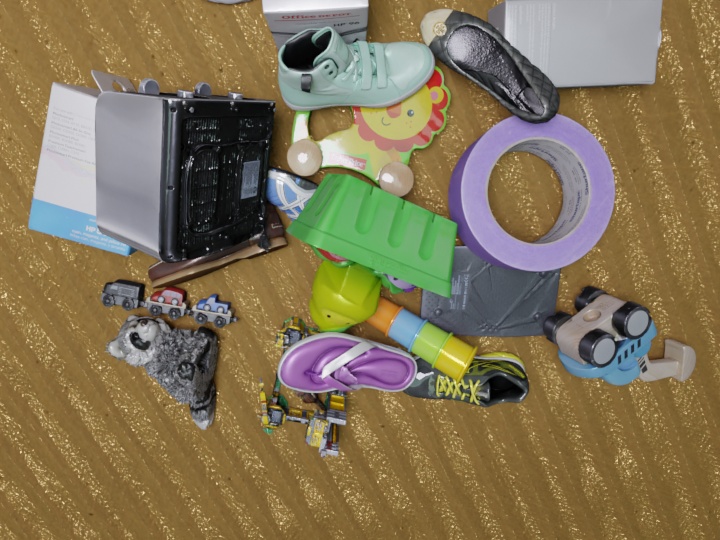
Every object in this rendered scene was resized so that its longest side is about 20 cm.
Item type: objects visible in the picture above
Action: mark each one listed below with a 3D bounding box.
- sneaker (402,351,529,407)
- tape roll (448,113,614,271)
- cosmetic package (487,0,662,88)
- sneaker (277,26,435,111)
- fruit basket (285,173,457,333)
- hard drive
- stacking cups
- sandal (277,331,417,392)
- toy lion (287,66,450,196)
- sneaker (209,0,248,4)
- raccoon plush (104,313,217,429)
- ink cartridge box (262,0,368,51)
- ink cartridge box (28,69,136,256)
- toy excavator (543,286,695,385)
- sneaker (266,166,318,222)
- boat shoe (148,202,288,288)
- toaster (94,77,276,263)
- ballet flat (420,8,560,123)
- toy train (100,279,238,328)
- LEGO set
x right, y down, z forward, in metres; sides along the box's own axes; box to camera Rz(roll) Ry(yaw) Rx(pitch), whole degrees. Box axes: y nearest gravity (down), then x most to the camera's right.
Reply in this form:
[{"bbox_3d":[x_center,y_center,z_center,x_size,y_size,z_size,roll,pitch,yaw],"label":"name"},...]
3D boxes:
[{"bbox_3d":[0.156,0.161,0.825,0.198,0.085,0.075,-5,105,0],"label":"sneaker"},{"bbox_3d":[0.222,-0.100,0.735,0.198,0.085,0.203,0,92,-3],"label":"tape roll"},{"bbox_3d":[0.268,-0.288,0.708,0.198,0.090,0.108,-2,106,-4],"label":"cosmetic package"},{"bbox_3d":[-0.001,-0.243,0.654,0.198,0.118,0.075,-13,86,-2],"label":"sneaker"},{"bbox_3d":[0.000,0.000,0.703,0.213,0.155,0.218,-4,101,-19],"label":"fruit basket"},{"bbox_3d":[0.186,0.027,0.812,0.198,0.042,0.136,2,105,-2],"label":"hard drive"},{"bbox_3d":[0.064,0.087,0.787,0.199,0.060,0.061,27,104,17],"label":"stacking cups"},{"bbox_3d":[-0.008,0.127,0.731,0.201,0.050,0.083,4,100,-24],"label":"sandal"},{"bbox_3d":[0.014,-0.205,0.740,0.198,0.069,0.194,12,98,-4],"label":"toy lion"},{"bbox_3d":[-0.120,-0.380,0.657,0.198,0.114,0.076,-14,105,2],"label":"sneaker"},{"bbox_3d":[-0.287,0.153,0.801,0.132,0.097,0.202,11,115,4],"label":"raccoon plush"},{"bbox_3d":[-0.050,-0.307,0.629,0.115,0.200,0.069,-4,94,0],"label":"ink cartridge box"},{"bbox_3d":[-0.315,-0.142,0.708,0.124,0.129,0.202,17,104,-7],"label":"ink cartridge box"},{"bbox_3d":[0.388,0.118,0.809,0.194,0.100,0.201,-34,114,-11],"label":"toy excavator"},{"bbox_3d":[-0.076,-0.083,0.751,0.198,0.076,0.078,25,99,-12],"label":"sneaker"},{"bbox_3d":[-0.203,-0.035,0.774,0.198,0.070,0.071,-21,90,-5],"label":"boat shoe"},{"bbox_3d":[-0.192,-0.110,0.638,0.118,0.181,0.202,18,113,23],"label":"toaster"},{"bbox_3d":[0.153,-0.247,0.654,0.199,0.057,0.067,39,116,9],"label":"ballet flat"},{"bbox_3d":[-0.277,0.046,0.811,0.198,0.034,0.046,11,94,-4],"label":"toy train"},{"bbox_3d":[-0.073,0.174,0.805,0.152,0.116,0.202,21,103,-7],"label":"LEGO set"}]
